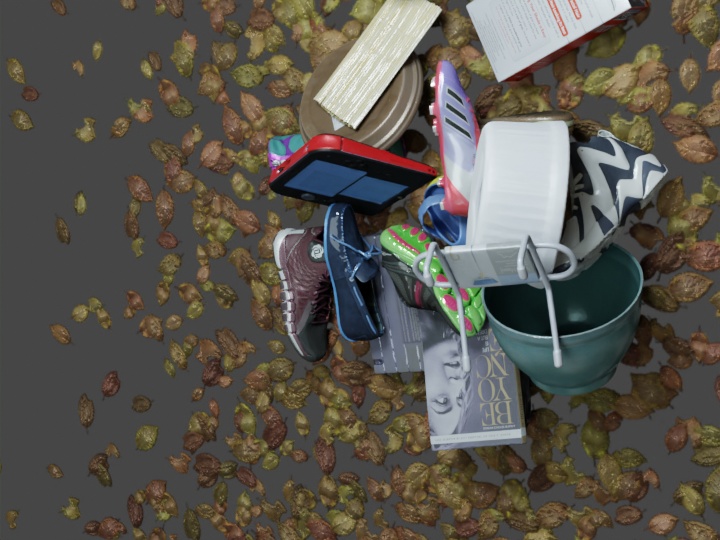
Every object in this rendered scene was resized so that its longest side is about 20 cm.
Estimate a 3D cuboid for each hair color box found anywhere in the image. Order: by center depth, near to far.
[{"bbox_3d":[0.243,-0.329,1.560,0.199,0.064,0.112,-26,85,35],"label":"hair color box"}]

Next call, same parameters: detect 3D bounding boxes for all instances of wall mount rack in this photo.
[{"bbox_3d":[0.157,0.035,1.442,0.198,0.075,0.174,-4,137,25],"label":"wall mount rack"}]

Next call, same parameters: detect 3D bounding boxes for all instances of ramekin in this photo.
[{"bbox_3d":[0.185,-0.084,1.501,0.096,0.201,0.203,7,106,1],"label":"ramekin"}]

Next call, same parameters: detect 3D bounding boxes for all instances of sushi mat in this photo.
[{"bbox_3d":[0.022,-0.288,1.679,0.095,0.012,0.201,37,91,36],"label":"sushi mat"}]

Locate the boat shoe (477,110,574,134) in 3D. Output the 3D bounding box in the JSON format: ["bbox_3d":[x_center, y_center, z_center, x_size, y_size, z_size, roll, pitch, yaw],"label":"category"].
[{"bbox_3d":[0.193,-0.163,1.625,0.199,0.071,0.077,-1,98,45],"label":"boat shoe"}]

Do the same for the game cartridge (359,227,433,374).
[{"bbox_3d":[0.063,0.044,1.773,0.128,0.038,0.202,-6,96,30],"label":"game cartridge"}]

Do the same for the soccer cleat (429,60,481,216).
[{"bbox_3d":[0.131,-0.169,1.603,0.075,0.067,0.202,-4,101,7],"label":"soccer cleat"}]

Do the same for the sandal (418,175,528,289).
[{"bbox_3d":[0.146,-0.042,1.669,0.200,0.087,0.080,42,117,17],"label":"sandal"}]

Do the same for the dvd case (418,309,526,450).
[{"bbox_3d":[0.147,0.136,1.677,0.148,0.016,0.203,-11,82,38],"label":"dvd case"}]

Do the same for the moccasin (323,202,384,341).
[{"bbox_3d":[0.000,0.000,1.751,0.068,0.080,0.202,1,114,30],"label":"moccasin"}]

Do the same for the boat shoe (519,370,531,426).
[{"bbox_3d":[0.193,0.128,1.689,0.074,0.062,0.203,-11,83,40],"label":"boat shoe"}]

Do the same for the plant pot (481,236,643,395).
[{"bbox_3d":[0.259,0.070,1.570,0.198,0.201,0.135,10,132,31],"label":"plant pot"}]

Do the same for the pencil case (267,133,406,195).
[{"bbox_3d":[-0.036,-0.162,1.759,0.198,0.092,0.086,-7,96,33],"label":"pencil case"}]

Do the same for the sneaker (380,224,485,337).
[{"bbox_3d":[0.098,0.021,1.685,0.200,0.076,0.084,49,144,32],"label":"sneaker"}]

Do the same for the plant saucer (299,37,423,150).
[{"bbox_3d":[-0.006,-0.236,1.702,0.198,0.029,0.202,-15,61,28],"label":"plant saucer"}]

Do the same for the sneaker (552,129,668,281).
[{"bbox_3d":[0.269,-0.091,1.536,0.129,0.080,0.199,42,87,17],"label":"sneaker"}]

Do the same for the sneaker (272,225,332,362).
[{"bbox_3d":[-0.057,0.030,1.824,0.115,0.075,0.202,-13,92,31],"label":"sneaker"}]

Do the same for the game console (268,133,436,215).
[{"bbox_3d":[-0.016,-0.122,1.675,0.200,0.175,0.031,-26,50,62],"label":"game console"}]
